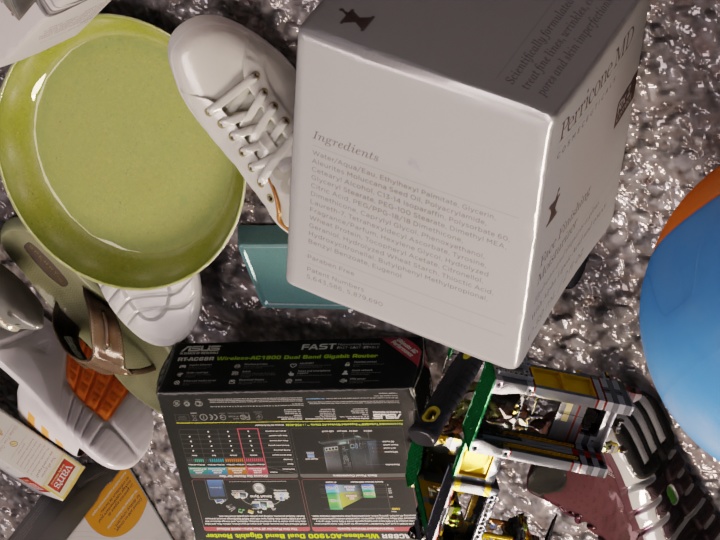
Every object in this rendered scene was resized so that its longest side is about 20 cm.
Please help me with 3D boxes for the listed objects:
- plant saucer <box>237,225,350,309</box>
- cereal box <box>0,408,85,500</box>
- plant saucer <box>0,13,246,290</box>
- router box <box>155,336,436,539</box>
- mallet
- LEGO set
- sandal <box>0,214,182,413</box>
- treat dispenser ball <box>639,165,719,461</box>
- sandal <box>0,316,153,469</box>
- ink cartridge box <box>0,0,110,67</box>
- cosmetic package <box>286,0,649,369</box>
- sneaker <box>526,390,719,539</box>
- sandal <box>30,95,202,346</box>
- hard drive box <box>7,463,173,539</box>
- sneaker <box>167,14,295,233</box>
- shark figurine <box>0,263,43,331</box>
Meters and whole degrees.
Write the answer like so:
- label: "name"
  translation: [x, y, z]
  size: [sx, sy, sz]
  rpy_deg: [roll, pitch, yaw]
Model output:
- label: "plant saucer"
  translation: [0.000, 0.000, 1.527]
  size: [0.198, 0.019, 0.070]
  rpy_deg: [0, 125, 32]
- label: "cereal box"
  translation: [-0.325, 0.117, 1.753]
  size: [0.199, 0.040, 0.144]
  rpy_deg: [36, 168, -12]
- label: "plant saucer"
  translation: [-0.165, -0.086, 1.520]
  size: [0.198, 0.031, 0.202]
  rpy_deg: [7, 110, 20]
- label: "router box"
  translation: [-0.039, 0.127, 1.589]
  size: [0.198, 0.062, 0.151]
  rpy_deg: [-1, 125, 13]
- label: "mallet"
  translation: [0.091, 0.040, 1.370]
  size: [0.065, 0.201, 0.041]
  rpy_deg: [10, 137, 18]
- label: "LEGO set"
  translation: [0.114, 0.111, 1.457]
  size: [0.115, 0.154, 0.202]
  rpy_deg: [12, 109, -13]
- label: "sandal"
  translation: [-0.212, 0.042, 1.672]
  size: [0.201, 0.057, 0.080]
  rpy_deg: [44, 137, -6]
- label: "treat dispenser ball"
  translation: [0.262, 0.025, 1.242]
  size: [0.199, 0.201, 0.202]
  rpy_deg: [18, 133, 20]
- label: "sandal"
  translation: [-0.252, 0.087, 1.728]
  size: [0.206, 0.079, 0.059]
  rpy_deg: [41, 139, 9]
- label: "ink cartridge box"
  translation: [-0.204, -0.245, 1.388]
  size: [0.147, 0.083, 0.200]
  rpy_deg: [55, 135, 1]
- label: "cosmetic package"
  translation: [0.064, -0.085, 1.306]
  size: [0.164, 0.165, 0.201]
  rpy_deg: [21, 135, 17]
- label: "sneaker"
  translation: [0.185, 0.176, 1.522]
  size: [0.115, 0.076, 0.202]
  rpy_deg: [-8, 110, 43]
- label: "sandal"
  translation: [-0.169, -0.043, 1.584]
  size: [0.082, 0.050, 0.204]
  rpy_deg: [-20, 102, 26]
- label: "hard drive box"
  translation: [-0.214, 0.288, 1.808]
  size: [0.076, 0.156, 0.201]
  rpy_deg: [-9, 121, 36]
- label: "sneaker"
  translation: [-0.052, -0.085, 1.430]
  size: [0.073, 0.085, 0.200]
  rpy_deg: [-38, 112, 5]
- label: "shark figurine"
  translation: [-0.348, -0.017, 1.656]
  size: [0.212, 0.128, 0.090]
  rpy_deg: [9, 113, -14]
